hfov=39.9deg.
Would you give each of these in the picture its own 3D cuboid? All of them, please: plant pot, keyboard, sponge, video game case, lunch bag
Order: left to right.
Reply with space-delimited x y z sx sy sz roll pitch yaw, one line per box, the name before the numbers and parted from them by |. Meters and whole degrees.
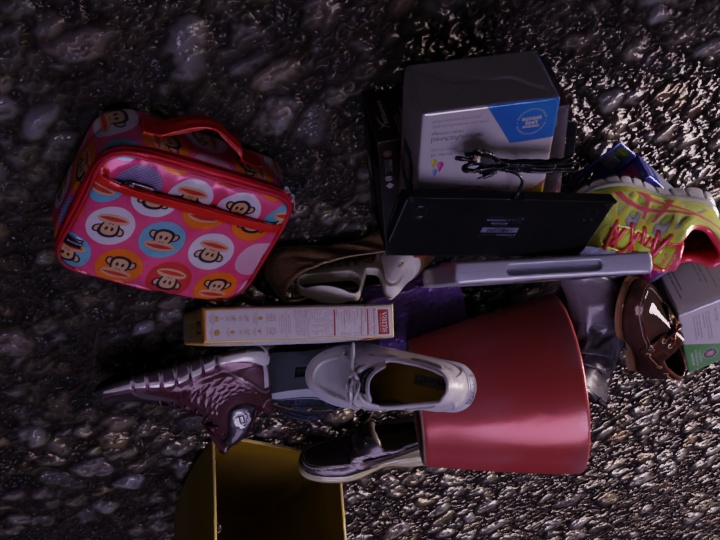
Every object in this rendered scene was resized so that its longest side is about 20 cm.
lunch bag | -0.166 -0.064 0.908 0.198 0.082 0.177 14 128 -32
plant pot | -0.148 0.356 1.313 0.198 0.202 0.176 16 142 -32
sponge | 0.074 0.073 1.174 0.110 0.030 0.201 -18 139 1
plant pot | 0.147 0.137 1.117 0.175 0.202 0.202 -8 140 0
keyboard | 0.123 -0.056 0.829 0.198 0.021 0.128 -1 142 -21
video game case | 0.163 0.000 0.975 0.180 0.023 0.200 -3 178 -5

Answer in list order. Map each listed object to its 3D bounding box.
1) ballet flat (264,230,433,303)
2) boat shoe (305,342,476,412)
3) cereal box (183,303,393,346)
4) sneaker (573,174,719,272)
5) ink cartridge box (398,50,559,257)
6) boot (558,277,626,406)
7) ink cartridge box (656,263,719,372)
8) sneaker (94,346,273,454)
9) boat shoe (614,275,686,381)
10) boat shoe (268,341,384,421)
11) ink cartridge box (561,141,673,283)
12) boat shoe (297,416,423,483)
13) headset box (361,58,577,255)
ballet flat | 0.000 0.000 1.033 0.198 0.073 0.068 -8 136 -10
boat shoe | 0.013 0.115 1.028 0.200 0.076 0.086 6 176 32
cereal box | -0.079 0.058 1.044 0.198 0.040 0.144 -1 175 -18
sneaker | 0.290 -0.039 1.010 0.198 0.091 0.079 -1 139 -15
ink cartridge box | 0.095 -0.082 0.859 0.115 0.068 0.201 -8 137 -8
boot | 0.265 0.079 1.147 0.069 0.133 0.200 9 160 39
ink cartridge box | 0.469 0.022 1.199 0.198 0.088 0.146 -22 140 10
sneaker | -0.190 0.155 1.106 0.198 0.076 0.117 -12 97 -1
boat shoe | 0.342 0.070 1.153 0.070 0.071 0.200 19 163 31
boat shoe | -0.025 0.132 1.156 0.198 0.072 0.091 -2 152 23
ink cartridge box | 0.297 -0.052 1.097 0.119 0.042 0.199 -38 133 24
boat shoe | 0.013 0.226 1.306 0.198 0.073 0.065 -10 129 -12
headset box | 0.108 -0.108 0.943 0.198 0.076 0.150 -11 138 -5
